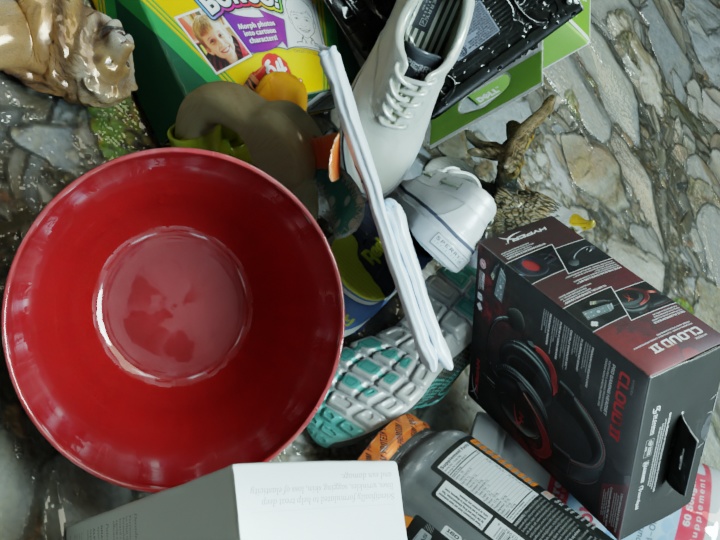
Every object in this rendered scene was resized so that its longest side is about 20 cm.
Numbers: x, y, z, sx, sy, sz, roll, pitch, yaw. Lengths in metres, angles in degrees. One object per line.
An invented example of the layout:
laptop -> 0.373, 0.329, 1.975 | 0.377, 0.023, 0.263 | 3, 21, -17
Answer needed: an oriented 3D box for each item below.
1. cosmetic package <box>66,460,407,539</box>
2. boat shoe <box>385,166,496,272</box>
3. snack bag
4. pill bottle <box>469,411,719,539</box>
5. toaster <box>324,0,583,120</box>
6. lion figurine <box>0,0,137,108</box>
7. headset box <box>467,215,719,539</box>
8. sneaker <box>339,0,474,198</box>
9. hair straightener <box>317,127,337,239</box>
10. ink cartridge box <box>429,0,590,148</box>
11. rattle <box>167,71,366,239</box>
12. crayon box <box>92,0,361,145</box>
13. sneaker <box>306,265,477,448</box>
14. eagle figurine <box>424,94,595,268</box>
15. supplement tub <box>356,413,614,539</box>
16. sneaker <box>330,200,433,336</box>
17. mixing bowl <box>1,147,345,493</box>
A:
cosmetic package -> -0.075, 0.165, 0.579 | 0.112, 0.199, 0.082 | 8, 64, -40
boat shoe -> 0.072, -0.049, 0.834 | 0.073, 0.067, 0.200 | 43, 6, -16
snack bag -> 0.018, -0.038, 0.673 | 0.189, 0.021, 0.202 | -21, 92, -87
pill bottle -> 0.177, 0.180, 0.818 | 0.198, 0.109, 0.109 | 16, 51, 7
toaster -> 0.062, -0.244, 0.883 | 0.181, 0.199, 0.119 | 50, 12, -20
lion figurine -> -0.251, -0.159, 0.686 | 0.198, 0.072, 0.124 | -15, 93, -32
headset box -> 0.165, 0.077, 0.731 | 0.074, 0.150, 0.200 | -19, 39, -25
sneaker -> 0.032, -0.149, 0.806 | 0.072, 0.202, 0.071 | 16, 14, -8
hair straightener -> -0.058, -0.043, 0.792 | 0.076, 0.041, 0.201 | 17, 46, 14
ink cartridge box -> 0.146, -0.209, 1.013 | 0.075, 0.147, 0.202 | 30, 52, -33
rattle -> -0.029, -0.086, 0.698 | 0.142, 0.199, 0.132 | -18, 95, -38
crayon box -> -0.109, -0.205, 0.837 | 0.199, 0.058, 0.174 | -21, 85, -47
sneaker -> 0.040, 0.085, 0.819 | 0.199, 0.092, 0.077 | -36, 53, -27
eagle figurine -> 0.161, -0.036, 0.979 | 0.150, 0.151, 0.201 | -24, 122, -8
supplement tub -> 0.085, 0.196, 0.719 | 0.199, 0.123, 0.122 | 34, 38, 24
sneaker -> 0.000, 0.000, 0.833 | 0.074, 0.082, 0.200 | 43, 24, 6
mixing bowl -> -0.117, 0.026, 0.649 | 0.198, 0.108, 0.203 | -1, 94, -13
